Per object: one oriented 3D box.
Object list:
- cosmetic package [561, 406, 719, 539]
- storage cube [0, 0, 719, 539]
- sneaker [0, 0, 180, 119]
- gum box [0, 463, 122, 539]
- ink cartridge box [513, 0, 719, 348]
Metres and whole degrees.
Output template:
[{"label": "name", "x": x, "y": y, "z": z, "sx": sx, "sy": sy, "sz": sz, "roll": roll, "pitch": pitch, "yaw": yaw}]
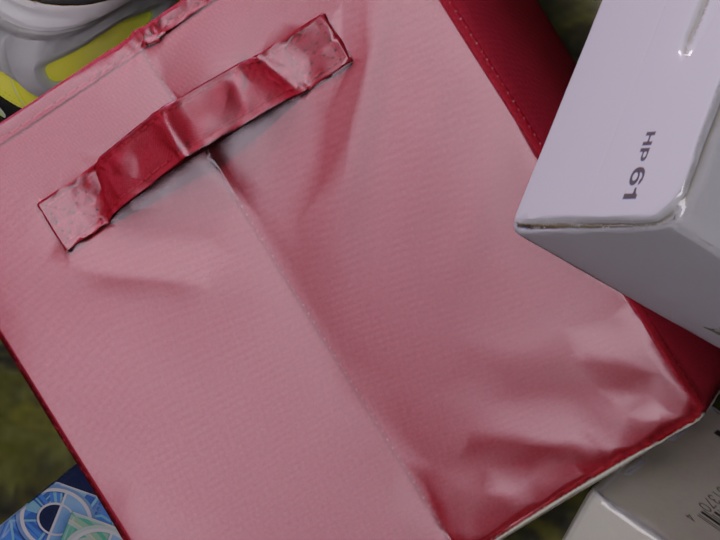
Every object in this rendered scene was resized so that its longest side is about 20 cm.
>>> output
[{"label": "cosmetic package", "x": 0.079, "y": 0.154, "z": 0.913, "sx": 0.087, "sy": 0.103, "sz": 0.201, "roll": 34, "pitch": 117, "yaw": 15}, {"label": "storage cube", "x": 0.000, "y": 0.000, "z": 0.923, "sx": 0.171, "sy": 0.200, "sz": 0.180, "roll": -32, "pitch": 87, "yaw": 12}, {"label": "sneaker", "x": -0.062, "y": -0.115, "z": 0.958, "sx": 0.075, "sy": 0.200, "sz": 0.077, "roll": 39, "pitch": 134, "yaw": 14}, {"label": "gum box", "x": -0.100, "y": 0.179, "z": 0.956, "sx": 0.170, "sy": 0.200, "sz": 0.045, "roll": 42, "pitch": 143, "yaw": 13}, {"label": "ink cartridge box", "x": 0.160, "y": -0.035, "z": 0.820, "sx": 0.199, "sy": 0.085, "sz": 0.145, "roll": 29, "pitch": 77, "yaw": -27}]
